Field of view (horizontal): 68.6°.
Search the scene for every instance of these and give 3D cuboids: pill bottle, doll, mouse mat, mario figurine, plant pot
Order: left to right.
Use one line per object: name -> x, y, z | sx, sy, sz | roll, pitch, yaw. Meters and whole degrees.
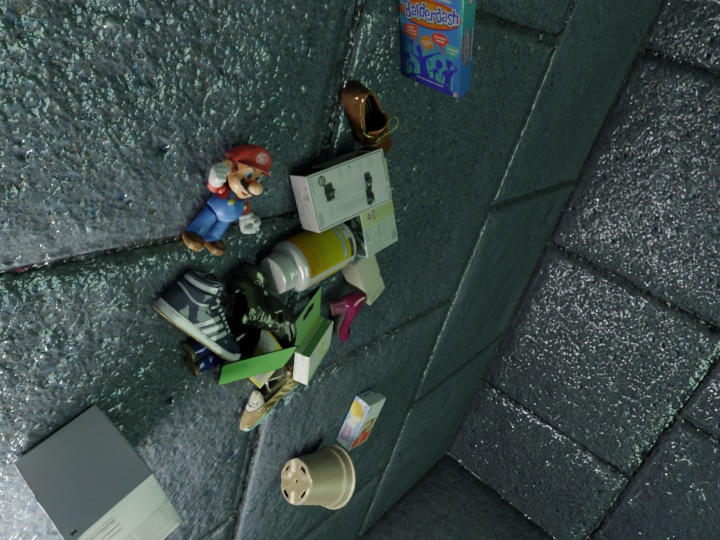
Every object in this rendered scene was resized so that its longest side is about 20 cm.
doll -> -0.257, 0.136, 1.072 | 0.199, 0.048, 0.138 | -25, 127, -36
mario figurine -> -0.206, -0.111, 0.862 | 0.201, 0.105, 0.124 | -56, -173, 13
mouse mat -> -0.221, 0.202, 1.115 | 0.159, 0.008, 0.200 | -12, 161, -23
pill bottle -> -0.109, -0.027, 1.103 | 0.199, 0.109, 0.110 | -31, 142, -40
plant pot -> -0.148, 0.664, 1.685 | 0.183, 0.200, 0.202 | 19, 103, -49

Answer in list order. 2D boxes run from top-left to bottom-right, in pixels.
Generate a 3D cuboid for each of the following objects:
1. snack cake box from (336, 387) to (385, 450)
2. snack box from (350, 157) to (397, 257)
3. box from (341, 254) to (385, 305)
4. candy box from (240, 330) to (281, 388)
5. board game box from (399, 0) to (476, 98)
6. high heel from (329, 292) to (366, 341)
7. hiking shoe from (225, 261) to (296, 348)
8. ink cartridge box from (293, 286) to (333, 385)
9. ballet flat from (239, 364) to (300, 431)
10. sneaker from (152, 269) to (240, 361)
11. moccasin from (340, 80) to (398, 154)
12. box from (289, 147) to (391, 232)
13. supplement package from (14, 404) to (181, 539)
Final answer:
snack cake box -> 0.003, 0.531, 1.890 | 0.115, 0.067, 0.202 | -8, 125, -57
snack box -> 0.024, -0.144, 1.196 | 0.116, 0.037, 0.202 | -30, 119, -41
box -> 0.000, 0.000, 1.334 | 0.068, 0.082, 0.201 | -47, 151, -17
candy box -> -0.236, 0.189, 1.207 | 0.102, 0.026, 0.201 | -51, 151, -21
board game box -> 0.147, -0.456, 1.029 | 0.045, 0.152, 0.201 | -42, 148, -24
high heel -> -0.022, 0.128, 1.396 | 0.095, 0.068, 0.201 | -12, 149, -2
hiking shoe -> -0.205, 0.087, 1.045 | 0.101, 0.075, 0.201 | -42, 114, -30
ink cartridge box -> -0.115, 0.162, 1.305 | 0.146, 0.048, 0.201 | -57, 162, -49
ballet flat -> -0.233, 0.308, 1.312 | 0.200, 0.070, 0.066 | -43, 122, -30
sneaker -> -0.266, 0.080, 0.963 | 0.109, 0.070, 0.200 | -53, 130, -12
moccasin -> 0.029, -0.302, 1.074 | 0.074, 0.077, 0.202 | -50, 151, -12
box -> -0.035, -0.166, 1.067 | 0.199, 0.060, 0.118 | -29, 118, -32
supplement package -> -0.440, 0.383, 0.906 | 0.147, 0.191, 0.201 | -38, 147, -32
